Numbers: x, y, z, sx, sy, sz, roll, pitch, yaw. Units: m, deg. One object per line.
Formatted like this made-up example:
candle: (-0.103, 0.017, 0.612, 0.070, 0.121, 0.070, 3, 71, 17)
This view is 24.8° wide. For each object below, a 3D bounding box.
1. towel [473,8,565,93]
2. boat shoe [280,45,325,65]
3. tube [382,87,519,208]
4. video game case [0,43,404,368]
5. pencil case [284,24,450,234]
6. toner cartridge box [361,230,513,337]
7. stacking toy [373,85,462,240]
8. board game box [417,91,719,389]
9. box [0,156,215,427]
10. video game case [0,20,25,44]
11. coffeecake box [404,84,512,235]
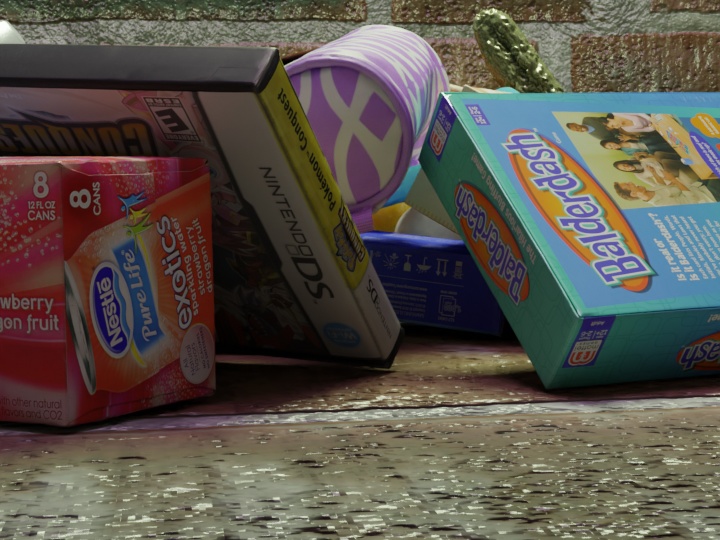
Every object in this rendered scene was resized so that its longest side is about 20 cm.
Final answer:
towel: (0.145, -0.095, 1.155, 0.036, 0.200, 0.148, -35, -5, 8)
boat shoe: (-0.075, -0.104, 0.997, 0.199, 0.071, 0.070, -10, 34, 4)
tube: (0.021, -0.062, 1.006, 0.200, 0.051, 0.077, -22, 14, -31)
video game case: (-0.097, -0.027, 0.730, 0.199, 0.026, 0.181, 4, -38, 26)
pencil case: (0.001, -0.076, 0.824, 0.084, 0.086, 0.200, -21, 10, 15)
toner cartridge box: (0.000, 0.000, 0.935, 0.199, 0.043, 0.095, 8, 5, 20)
stacking toy: (0.050, -0.037, 1.112, 0.146, 0.147, 0.200, -1, 20, 1)
board game box: (0.145, -0.021, 0.744, 0.199, 0.045, 0.152, -2, 44, -24)
box: (-0.165, 0.004, 0.672, 0.199, 0.100, 0.095, 2, 5, 32)
video game case: (-0.274, -0.038, 0.797, 0.182, 0.024, 0.200, -45, -8, 37)
coffeecake box: (0.132, -0.035, 0.913, 0.153, 0.073, 0.200, 31, 13, 15)
